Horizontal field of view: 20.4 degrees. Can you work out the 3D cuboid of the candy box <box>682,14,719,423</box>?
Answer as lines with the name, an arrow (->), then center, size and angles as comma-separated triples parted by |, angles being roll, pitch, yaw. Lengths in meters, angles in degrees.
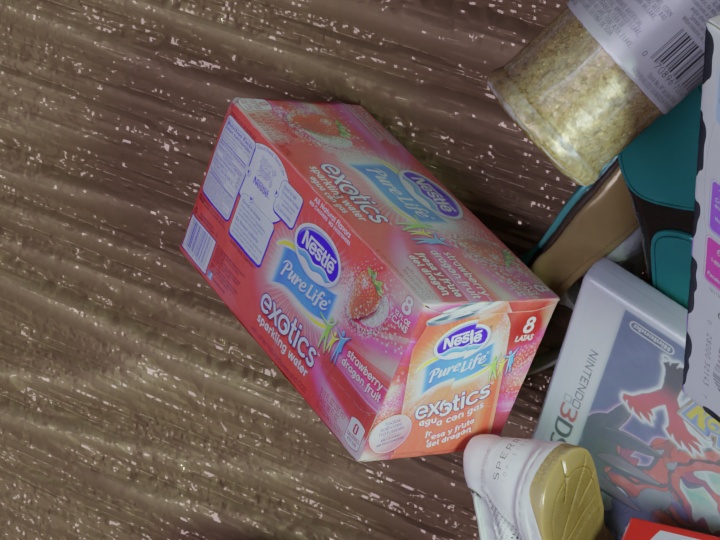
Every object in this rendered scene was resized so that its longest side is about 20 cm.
candy box -> 0.224, -0.036, 0.834 | 0.072, 0.168, 0.200 | 43, 149, 42

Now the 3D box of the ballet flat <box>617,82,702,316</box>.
ballet flat -> 0.166, -0.041, 0.980 | 0.068, 0.067, 0.200 | 18, 135, 30

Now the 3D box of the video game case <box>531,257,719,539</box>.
video game case -> 0.181, 0.108, 1.027 | 0.200, 0.023, 0.182 | 34, 142, 19

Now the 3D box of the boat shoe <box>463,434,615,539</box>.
boat shoe -> 0.095, 0.156, 1.080 | 0.069, 0.071, 0.200 | 19, 140, 31

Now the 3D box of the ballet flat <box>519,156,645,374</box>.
ballet flat -> 0.114, 0.000, 1.058 | 0.063, 0.069, 0.200 | 43, 132, 3

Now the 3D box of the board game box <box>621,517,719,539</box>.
board game box -> 0.192, 0.212, 0.960 | 0.200, 0.046, 0.152 | 7, 64, 43

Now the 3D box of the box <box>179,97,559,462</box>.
box -> 0.000, 0.000, 1.065 | 0.200, 0.095, 0.103 | 46, 126, 41

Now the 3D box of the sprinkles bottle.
sprinkles bottle -> 0.147, -0.126, 0.865 | 0.200, 0.068, 0.068 | -43, 79, 11
